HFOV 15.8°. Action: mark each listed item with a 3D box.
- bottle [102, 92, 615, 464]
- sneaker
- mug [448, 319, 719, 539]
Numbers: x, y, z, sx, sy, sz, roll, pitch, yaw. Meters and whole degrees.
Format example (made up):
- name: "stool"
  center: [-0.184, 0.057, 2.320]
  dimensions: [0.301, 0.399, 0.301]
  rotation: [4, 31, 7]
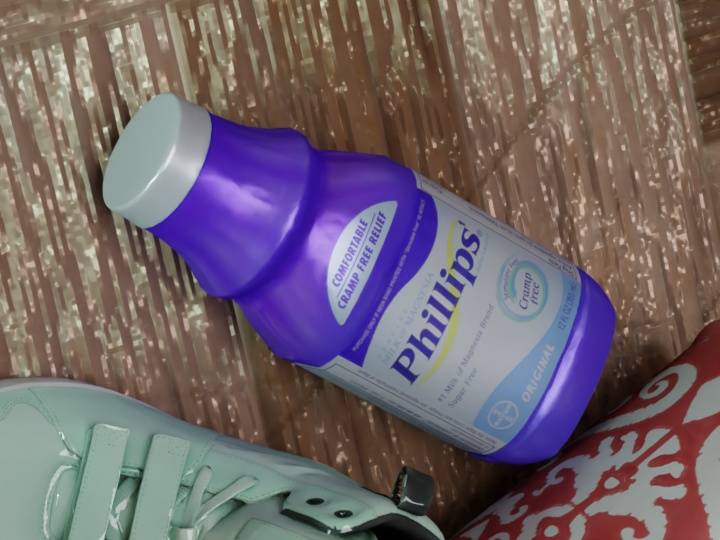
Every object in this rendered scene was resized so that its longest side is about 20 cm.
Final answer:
- name: "bottle"
  center: [0.000, 0.000, 0.948]
  dimensions: [0.200, 0.065, 0.084]
  rotation: [30, 80, -28]
- name: "sneaker"
  center: [-0.061, 0.084, 0.889]
  dimensions: [0.200, 0.118, 0.074]
  rotation: [10, 90, -29]
- name: "mug"
  center: [0.109, 0.144, 0.987]
  dimensions: [0.200, 0.133, 0.178]
  rotation: [-33, 107, -20]
